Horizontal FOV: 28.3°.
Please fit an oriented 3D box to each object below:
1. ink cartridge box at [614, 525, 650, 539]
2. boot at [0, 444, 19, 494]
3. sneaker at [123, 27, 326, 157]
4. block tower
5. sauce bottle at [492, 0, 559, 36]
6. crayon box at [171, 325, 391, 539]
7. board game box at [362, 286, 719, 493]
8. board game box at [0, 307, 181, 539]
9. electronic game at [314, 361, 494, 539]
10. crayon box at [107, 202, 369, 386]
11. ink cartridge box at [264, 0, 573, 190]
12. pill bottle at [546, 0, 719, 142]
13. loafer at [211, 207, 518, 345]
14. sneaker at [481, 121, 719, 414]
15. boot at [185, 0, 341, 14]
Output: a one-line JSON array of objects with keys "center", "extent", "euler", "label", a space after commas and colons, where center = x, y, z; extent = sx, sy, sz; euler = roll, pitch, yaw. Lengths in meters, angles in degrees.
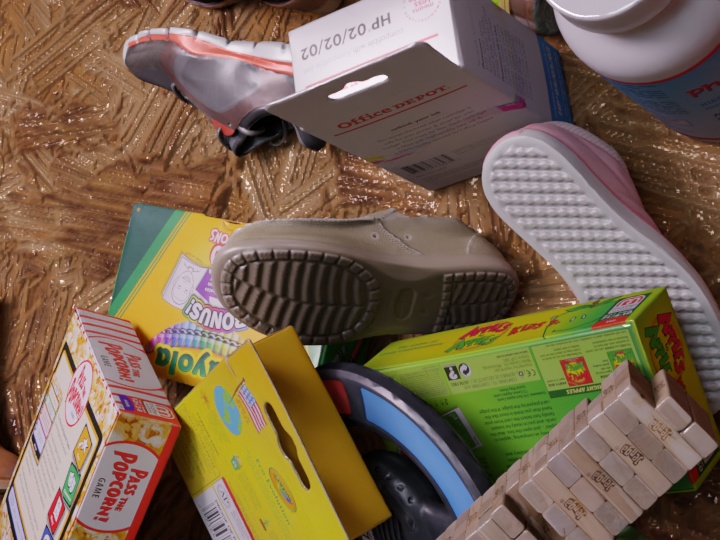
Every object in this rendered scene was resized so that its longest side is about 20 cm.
[{"center": [0.114, 0.227, 0.737], "extent": [0.084, 0.200, 0.146], "euler": [38, 102, 16], "label": "ink cartridge box"}, {"center": [-0.322, 0.090, 1.141], "extent": [0.198, 0.073, 0.157], "euler": [13, 83, 32], "label": "boot"}, {"center": [-0.101, -0.127, 1.039], "extent": [0.198, 0.077, 0.083], "euler": [12, 93, 35], "label": "sneaker"}, {"center": [0.094, 0.132, 0.747], "extent": [0.054, 0.058, 0.200], "euler": [44, 104, -1], "label": "block tower"}, {"center": [0.055, -0.210, 0.959], "extent": [0.199, 0.064, 0.066], "euler": [24, 93, 36], "label": "sauce bottle"}, {"center": [-0.052, 0.117, 0.865], "extent": [0.128, 0.050, 0.200], "euler": [62, 152, 7], "label": "crayon box"}, {"center": [0.100, 0.081, 0.832], "extent": [0.198, 0.047, 0.103], "euler": [-14, 104, 40], "label": "board game box"}, {"center": [-0.194, 0.149, 0.962], "extent": [0.202, 0.046, 0.152], "euler": [-66, 29, 15], "label": "board game box"}, {"center": [0.020, 0.148, 0.863], "extent": [0.199, 0.041, 0.202], "euler": [32, 137, 35], "label": "electronic game"}, {"center": [-0.085, 0.028, 1.003], "extent": [0.198, 0.058, 0.121], "euler": [10, 85, 34], "label": "crayon box"}, {"center": [0.036, -0.117, 0.868], "extent": [0.114, 0.199, 0.069], "euler": [-18, 70, 28], "label": "ink cartridge box"}, {"center": [0.172, -0.146, 0.784], "extent": [0.107, 0.199, 0.111], "euler": [-7, 76, 32], "label": "pill bottle"}, {"center": [0.000, 0.000, 0.897], "extent": [0.069, 0.197, 0.076], "euler": [-111, 33, -51], "label": "loafer"}, {"center": [0.156, -0.009, 0.852], "extent": [0.075, 0.105, 0.201], "euler": [-39, 91, 23], "label": "sneaker"}, {"center": [-0.121, -0.241, 1.018], "extent": [0.198, 0.166, 0.073], "euler": [20, 91, 34], "label": "boot"}]
